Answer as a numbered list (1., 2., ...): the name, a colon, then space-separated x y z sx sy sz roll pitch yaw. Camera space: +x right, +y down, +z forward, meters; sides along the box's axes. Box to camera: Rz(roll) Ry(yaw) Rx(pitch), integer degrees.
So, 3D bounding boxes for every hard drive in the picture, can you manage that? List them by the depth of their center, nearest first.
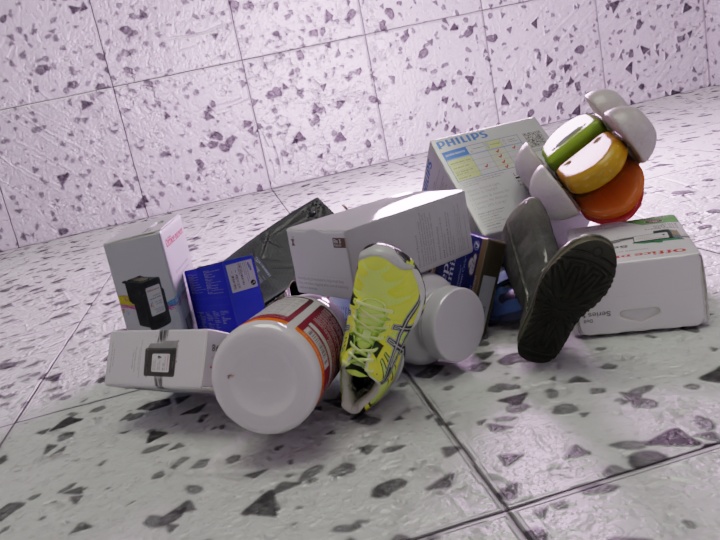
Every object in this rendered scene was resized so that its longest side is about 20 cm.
1. hard drive: -0.110 -0.016 1.107 0.199 0.043 0.135 -36 47 -10

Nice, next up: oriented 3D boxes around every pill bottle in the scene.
1. pill bottle: -0.074 0.088 0.783 0.108 0.111 0.200 -9 7 11
2. pill bottle: 0.049 0.053 0.895 0.108 0.110 0.199 -22 17 -36

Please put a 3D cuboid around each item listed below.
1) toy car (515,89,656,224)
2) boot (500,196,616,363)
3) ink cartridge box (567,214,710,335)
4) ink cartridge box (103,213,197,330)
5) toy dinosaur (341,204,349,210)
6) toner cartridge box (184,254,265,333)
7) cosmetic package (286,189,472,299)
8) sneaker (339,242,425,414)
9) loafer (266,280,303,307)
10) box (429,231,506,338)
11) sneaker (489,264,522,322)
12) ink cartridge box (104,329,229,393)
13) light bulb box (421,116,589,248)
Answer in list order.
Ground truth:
1. toy car: 0.325 -0.139 1.027 0.175 0.150 0.201 -39 23 16
2. boot: 0.214 -0.019 0.838 0.072 0.183 0.201 22 39 -6
3. ink cartridge box: 0.333 0.001 0.911 0.144 0.085 0.200 -8 14 16
4. ink cartridge box: -0.287 0.033 1.068 0.082 0.203 0.146 -11 13 1
5. toy dinosaur: 0.059 -0.050 1.062 0.198 0.108 0.060 -7 -21 38
6. toner cartridge box: -0.180 0.036 0.976 0.043 0.096 0.199 -13 3 -26
7. cosmetic package: 0.026 -0.035 0.870 0.199 0.082 0.112 -22 17 -36
8. sneaker: 0.018 0.065 0.743 0.075 0.202 0.077 15 38 16
9. loafer: -0.093 0.047 1.011 0.199 0.070 0.076 -30 41 8
10. box: 0.129 0.005 0.996 0.032 0.123 0.200 9 8 -15
11. sneaker: 0.183 0.015 0.989 0.073 0.083 0.200 -14 15 -17
12. ink cartridge box: -0.187 0.110 0.869 0.198 0.068 0.115 -4 -14 31
13. light bulb box: 0.225 -0.113 1.164 0.196 0.125 0.201 -15 56 -15
